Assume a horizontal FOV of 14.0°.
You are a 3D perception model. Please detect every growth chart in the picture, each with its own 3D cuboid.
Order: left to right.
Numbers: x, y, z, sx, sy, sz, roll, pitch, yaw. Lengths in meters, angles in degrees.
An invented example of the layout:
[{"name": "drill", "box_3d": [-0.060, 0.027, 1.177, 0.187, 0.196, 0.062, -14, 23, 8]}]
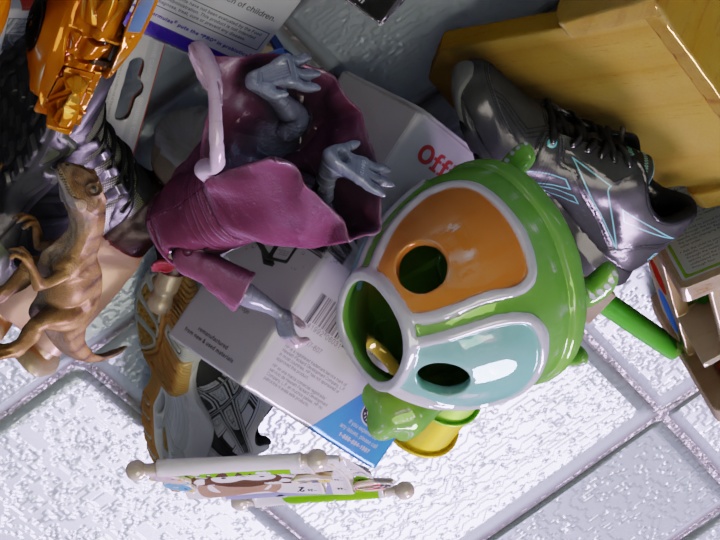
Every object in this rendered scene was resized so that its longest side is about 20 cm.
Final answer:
[{"name": "growth chart", "box_3d": [-0.061, 0.134, 1.887, 0.145, 0.018, 0.200, -6, 168, 16]}]

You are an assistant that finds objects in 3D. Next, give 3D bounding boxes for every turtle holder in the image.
[{"name": "turtle holder", "box_3d": [0.049, 0.018, 1.738, 0.132, 0.141, 0.185, -24, 180, -30]}]

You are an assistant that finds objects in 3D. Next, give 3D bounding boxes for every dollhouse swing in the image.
[{"name": "dollhouse swing", "box_3d": [0.174, -0.153, 1.846, 0.200, 0.176, 0.182, 46, 62, -42]}]

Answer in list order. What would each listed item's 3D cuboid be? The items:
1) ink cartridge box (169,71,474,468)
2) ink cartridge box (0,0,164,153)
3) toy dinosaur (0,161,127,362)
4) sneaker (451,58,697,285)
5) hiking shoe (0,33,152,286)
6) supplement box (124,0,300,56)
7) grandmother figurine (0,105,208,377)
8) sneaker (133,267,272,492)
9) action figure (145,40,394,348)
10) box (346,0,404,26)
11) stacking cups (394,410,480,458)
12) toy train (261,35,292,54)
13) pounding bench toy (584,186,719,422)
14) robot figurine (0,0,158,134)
[{"name": "ink cartridge box", "box_3d": [0.000, 0.000, 1.826, 0.146, 0.084, 0.200, 36, 86, -45]}, {"name": "ink cartridge box", "box_3d": [-0.219, -0.122, 1.701, 0.200, 0.050, 0.109, 0, 130, -25]}, {"name": "toy dinosaur", "box_3d": [-0.174, 0.021, 1.697, 0.106, 0.060, 0.200, -14, 147, -16]}, {"name": "sneaker", "box_3d": [0.130, -0.072, 1.807, 0.079, 0.075, 0.200, -27, 131, 25]}, {"name": "hiking shoe", "box_3d": [-0.166, -0.070, 1.696, 0.101, 0.076, 0.200, -5, 142, -32]}, {"name": "supplement box", "box_3d": [-0.060, -0.225, 1.639, 0.103, 0.101, 0.200, 21, 119, -35]}, {"name": "grandmother figurine", "box_3d": [-0.153, -0.027, 1.804, 0.200, 0.061, 0.121, -42, 114, 17]}, {"name": "sneaker", "box_3d": [-0.095, 0.057, 1.904, 0.088, 0.076, 0.200, -17, 143, -18]}, {"name": "action figure", "box_3d": [-0.075, -0.035, 1.685, 0.149, 0.134, 0.200, 5, 156, -37]}, {"name": "box", "box_3d": [0.071, -0.244, 1.626, 0.048, 0.193, 0.200, 36, 115, -3]}, {"name": "stacking cups", "box_3d": [0.083, 0.051, 1.929, 0.060, 0.061, 0.200, 7, 145, -27]}, {"name": "toy train", "box_3d": [-0.053, -0.074, 1.823, 0.046, 0.034, 0.200, -19, 134, -11]}, {"name": "pounding bench toy", "box_3d": [0.227, 0.015, 1.954, 0.200, 0.124, 0.156, -22, 135, -2]}, {"name": "robot figurine", "box_3d": [-0.156, -0.171, 1.530, 0.145, 0.058, 0.200, 13, 123, -23]}]
